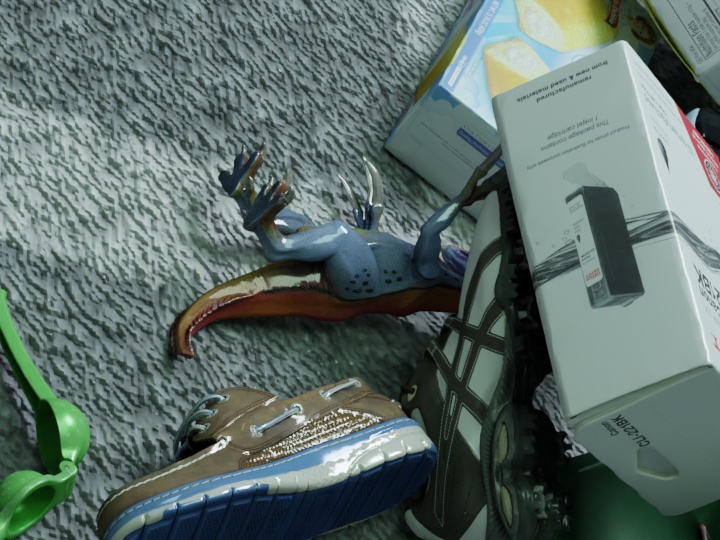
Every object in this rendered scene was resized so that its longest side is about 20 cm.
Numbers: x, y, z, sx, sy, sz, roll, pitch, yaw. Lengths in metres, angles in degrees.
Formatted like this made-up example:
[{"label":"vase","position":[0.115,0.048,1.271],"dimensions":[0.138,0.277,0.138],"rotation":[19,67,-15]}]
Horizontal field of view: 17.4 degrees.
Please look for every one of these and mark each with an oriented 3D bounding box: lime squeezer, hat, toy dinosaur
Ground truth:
[{"label":"lime squeezer","position":[-0.164,0.089,1.097],"dimensions":[0.070,0.038,0.201],"rotation":[28,45,-17]},{"label":"hat","position":[0.170,0.216,1.269],"dimensions":[0.165,0.177,0.200],"rotation":[-12,26,-22]},{"label":"toy dinosaur","position":[0.000,0.000,1.297],"dimensions":[0.181,0.105,0.201],"rotation":[38,81,-29]}]

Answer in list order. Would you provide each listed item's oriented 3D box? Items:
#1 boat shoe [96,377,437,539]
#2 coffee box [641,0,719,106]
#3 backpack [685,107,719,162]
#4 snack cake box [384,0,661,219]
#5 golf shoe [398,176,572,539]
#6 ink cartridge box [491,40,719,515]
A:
[{"label":"boat shoe","position":[-0.056,0.099,1.157],"dimensions":[0.199,0.072,0.072],"rotation":[-10,50,-43]},{"label":"coffee box","position":[0.294,-0.186,1.483],"dimensions":[0.200,0.197,0.201],"rotation":[40,18,-43]},{"label":"backpack","position":[0.224,-0.002,1.402],"dimensions":[0.200,0.153,0.164],"rotation":[53,28,-41]},{"label":"snack cake box","position":[0.105,-0.115,1.450],"dimensions":[0.115,0.067,0.200],"rotation":[36,42,-7]},{"label":"golf shoe","position":[0.058,0.048,1.237],"dimensions":[0.078,0.094,0.201],"rotation":[36,51,-56]},{"label":"ink cartridge box","position":[0.149,0.006,1.227],"dimensions":[0.144,0.083,0.201],"rotation":[40,33,-52]}]
